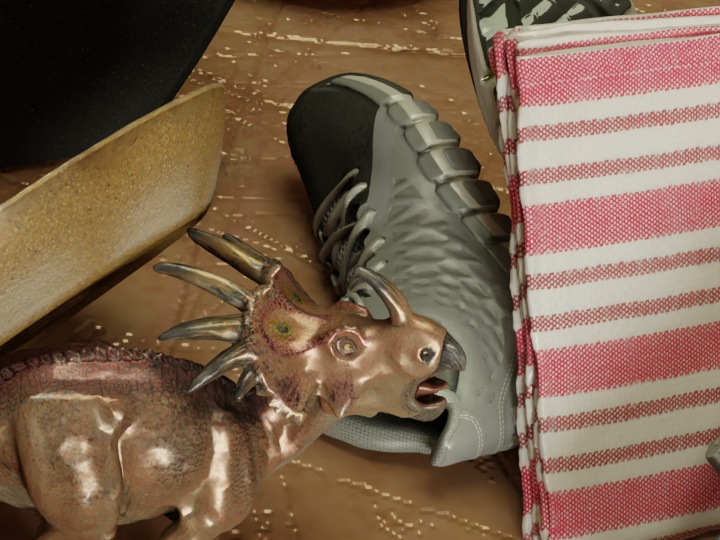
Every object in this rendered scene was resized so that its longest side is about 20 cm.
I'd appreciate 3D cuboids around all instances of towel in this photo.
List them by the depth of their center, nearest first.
[{"bbox_3d":[0.119,0.002,0.912,0.146,0.200,0.030,-8,10,-25],"label":"towel"}]

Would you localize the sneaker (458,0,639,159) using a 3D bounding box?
[{"bbox_3d":[0.084,-0.038,0.952,0.074,0.200,0.085,-33,17,-18],"label":"sneaker"}]

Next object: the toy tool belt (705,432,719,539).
[{"bbox_3d":[0.179,0.108,0.824,0.125,0.123,0.200,52,42,-14],"label":"toy tool belt"}]

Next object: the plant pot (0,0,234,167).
[{"bbox_3d":[-0.163,-0.149,0.995,0.200,0.177,0.200,-10,44,-28],"label":"plant pot"}]

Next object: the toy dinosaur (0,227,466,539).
[{"bbox_3d":[-0.078,0.050,0.815,0.200,0.136,0.086,-10,45,-26],"label":"toy dinosaur"}]

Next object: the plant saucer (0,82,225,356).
[{"bbox_3d":[-0.120,0.006,0.839,0.200,0.200,0.035,-35,90,-43],"label":"plant saucer"}]

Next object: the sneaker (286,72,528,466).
[{"bbox_3d":[0.000,0.000,0.950,0.115,0.075,0.200,-19,50,-30],"label":"sneaker"}]
